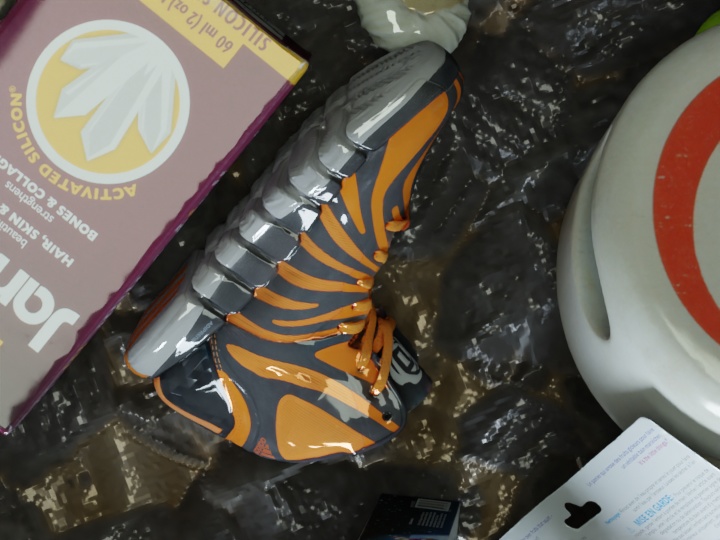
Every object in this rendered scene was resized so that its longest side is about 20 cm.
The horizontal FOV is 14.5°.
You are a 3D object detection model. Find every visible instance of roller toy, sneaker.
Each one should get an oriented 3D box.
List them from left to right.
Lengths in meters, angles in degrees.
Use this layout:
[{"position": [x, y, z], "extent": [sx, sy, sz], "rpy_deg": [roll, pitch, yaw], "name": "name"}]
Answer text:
[{"position": [0.000, 0.000, 1.191], "extent": [0.112, 0.078, 0.200], "rpy_deg": [38, 116, -10], "name": "sneaker"}, {"position": [0.178, -0.006, 1.137], "extent": [0.182, 0.140, 0.200], "rpy_deg": [-42, 83, -13], "name": "roller toy"}]

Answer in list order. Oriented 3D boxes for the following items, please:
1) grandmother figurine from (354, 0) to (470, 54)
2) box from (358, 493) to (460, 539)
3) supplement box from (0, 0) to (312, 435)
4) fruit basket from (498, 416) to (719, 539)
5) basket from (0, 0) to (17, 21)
[{"position": [0.038, -0.186, 1.184], "extent": [0.121, 0.061, 0.200], "rpy_deg": [13, 93, 8], "name": "grandmother figurine"}, {"position": [0.010, 0.175, 1.147], "extent": [0.038, 0.200, 0.137], "rpy_deg": [7, 95, 5], "name": "box"}, {"position": [-0.124, -0.045, 1.183], "extent": [0.110, 0.086, 0.200], "rpy_deg": [39, 95, -4], "name": "supplement box"}, {"position": [0.165, 0.142, 1.171], "extent": [0.200, 0.185, 0.094], "rpy_deg": [39, 60, 1], "name": "fruit basket"}, {"position": [-0.193, -0.210, 1.130], "extent": [0.198, 0.161, 0.200], "rpy_deg": [30, 96, -3], "name": "basket"}]
